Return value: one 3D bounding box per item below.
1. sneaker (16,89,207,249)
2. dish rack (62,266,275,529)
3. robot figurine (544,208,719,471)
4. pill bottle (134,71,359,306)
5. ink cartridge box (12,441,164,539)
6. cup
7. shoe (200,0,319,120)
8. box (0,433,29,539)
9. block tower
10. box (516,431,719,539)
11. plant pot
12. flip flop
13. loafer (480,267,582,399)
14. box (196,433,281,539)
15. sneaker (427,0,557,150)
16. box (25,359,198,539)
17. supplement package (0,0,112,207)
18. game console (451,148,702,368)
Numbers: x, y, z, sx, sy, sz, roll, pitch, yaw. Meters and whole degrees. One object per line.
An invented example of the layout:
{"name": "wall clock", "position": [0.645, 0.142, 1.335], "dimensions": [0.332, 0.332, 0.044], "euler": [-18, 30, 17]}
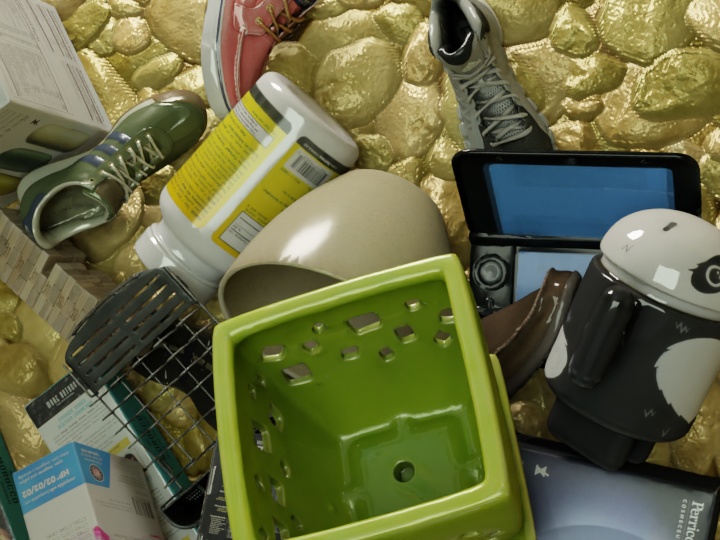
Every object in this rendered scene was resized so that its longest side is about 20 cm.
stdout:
{"name": "sneaker", "position": [-0.223, -0.084, 1.338], "dimensions": [0.200, 0.067, 0.090], "euler": [-28, 37, 8]}
{"name": "dish rack", "position": [-0.160, 0.103, 1.261], "dimensions": [0.153, 0.055, 0.200], "euler": [-42, 92, 15]}
{"name": "robot figurine", "position": [0.218, 0.052, 1.120], "dimensions": [0.125, 0.150, 0.200], "euler": [20, 107, -4]}
{"name": "pill bottle", "position": [-0.104, -0.068, 1.300], "dimensions": [0.112, 0.112, 0.200], "euler": [46, 100, 15]}
{"name": "ink cartridge box", "position": [-0.209, 0.254, 1.221], "dimensions": [0.068, 0.115, 0.200], "euler": [-28, 65, 13]}
{"name": "cup", "position": [0.000, 0.000, 1.238], "dimensions": [0.200, 0.200, 0.143], "euler": [15, 59, 17]}
{"name": "shoe", "position": [-0.084, -0.234, 1.325], "dimensions": [0.091, 0.071, 0.200], "euler": [2, 83, 23]}
{"name": "box", "position": [-0.374, 0.208, 1.400], "dimensions": [0.082, 0.049, 0.200], "euler": [-27, 79, 14]}
{"name": "block tower", "position": [-0.275, 0.014, 1.357], "dimensions": [0.200, 0.058, 0.054], "euler": [39, 108, 27]}
{"name": "box", "position": [0.177, 0.247, 1.190], "dimensions": [0.198, 0.123, 0.200], "euler": [11, 90, 16]}
{"name": "plant pot", "position": [0.020, 0.132, 1.083], "dimensions": [0.199, 0.182, 0.200], "euler": [-17, 58, 12]}
{"name": "flip flop", "position": [-0.134, 0.093, 1.334], "dimensions": [0.200, 0.058, 0.081], "euler": [24, 101, 32]}
{"name": "loafer", "position": [0.110, 0.069, 1.213], "dimensions": [0.071, 0.073, 0.200], "euler": [38, 117, 6]}
{"name": "box", "position": [-0.032, 0.221, 1.172], "dimensions": [0.200, 0.044, 0.160], "euler": [11, 56, -6]}
{"name": "sneaker", "position": [0.101, -0.150, 1.240], "dimensions": [0.075, 0.115, 0.200], "euler": [-26, 79, 14]}
{"name": "box", "position": [-0.217, 0.184, 1.345], "dimensions": [0.082, 0.049, 0.200], "euler": [-37, 77, 12]}
{"name": "supplement package", "position": [-0.355, -0.162, 1.337], "dimensions": [0.152, 0.200, 0.151], "euler": [-30, 79, 13]}
{"name": "game console", "position": [0.177, -0.004, 1.207], "dimensions": [0.200, 0.116, 0.176], "euler": [3, 87, 18]}
